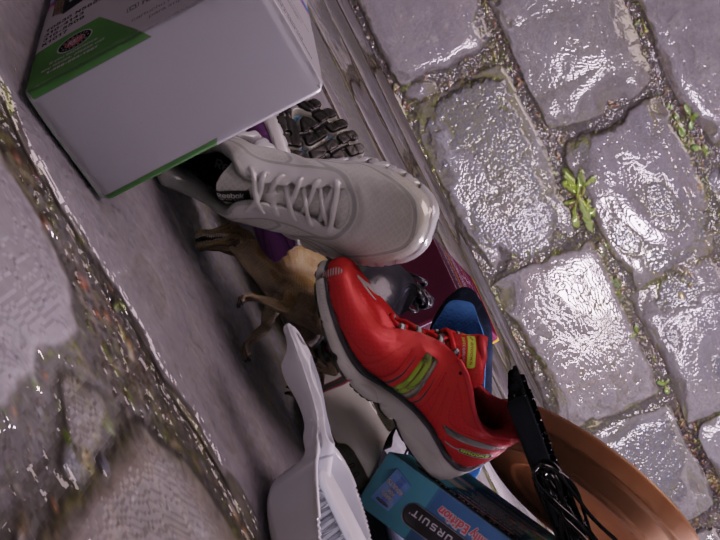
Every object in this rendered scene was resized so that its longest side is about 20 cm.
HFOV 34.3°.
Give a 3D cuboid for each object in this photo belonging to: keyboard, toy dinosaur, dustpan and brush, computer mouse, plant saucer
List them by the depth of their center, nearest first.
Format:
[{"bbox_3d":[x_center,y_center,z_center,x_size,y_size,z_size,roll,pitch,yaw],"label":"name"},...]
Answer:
[{"bbox_3d":[-0.024,0.133,0.704,0.201,0.057,0.140,65,10,6],"label":"dustpan and brush"},{"bbox_3d":[0.149,0.165,0.791,0.104,0.040,0.201,-67,136,-73],"label":"keyboard"},{"bbox_3d":[-0.029,0.033,0.815,0.200,0.058,0.101,34,48,-33],"label":"toy dinosaur"},{"bbox_3d":[0.171,0.178,0.903,0.200,0.032,0.200,38,-18,14],"label":"plant saucer"},{"bbox_3d":[0.000,0.000,0.979,0.138,0.053,0.200,24,11,3],"label":"computer mouse"}]

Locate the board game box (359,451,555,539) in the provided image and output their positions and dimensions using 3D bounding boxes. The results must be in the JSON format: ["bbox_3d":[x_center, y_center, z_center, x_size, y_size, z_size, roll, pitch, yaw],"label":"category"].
[{"bbox_3d":[0.094,0.202,0.888,0.151,0.047,0.200,34,1,20],"label":"board game box"}]

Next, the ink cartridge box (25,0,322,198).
[{"bbox_3d":[-0.111,-0.153,0.708,0.084,0.144,0.200,58,12,-34],"label":"ink cartridge box"}]

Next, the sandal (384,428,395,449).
[{"bbox_3d":[0.028,0.113,1.069,0.200,0.045,0.075,-19,85,-80],"label":"sandal"}]

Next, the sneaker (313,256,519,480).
[{"bbox_3d":[0.043,0.056,0.792,0.200,0.085,0.077,50,26,-28],"label":"sneaker"}]

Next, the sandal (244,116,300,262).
[{"bbox_3d":[-0.083,-0.062,0.892,0.050,0.082,0.203,-12,69,-36],"label":"sandal"}]

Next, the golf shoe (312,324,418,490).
[{"bbox_3d":[0.007,0.092,0.894,0.200,0.088,0.077,-87,152,-67],"label":"golf shoe"}]

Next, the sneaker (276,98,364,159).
[{"bbox_3d":[-0.065,-0.104,0.969,0.078,0.090,0.200,-19,68,-37],"label":"sneaker"}]

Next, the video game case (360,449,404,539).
[{"bbox_3d":[0.051,0.239,0.959,0.200,0.019,0.143,58,12,-38],"label":"video game case"}]

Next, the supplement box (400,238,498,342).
[{"bbox_3d":[0.069,0.045,1.264,0.086,0.110,0.200,67,10,19],"label":"supplement box"}]

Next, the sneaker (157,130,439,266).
[{"bbox_3d":[-0.046,-0.049,0.772,0.081,0.199,0.075,-9,113,-67],"label":"sneaker"}]

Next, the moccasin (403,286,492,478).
[{"bbox_3d":[0.089,0.108,1.013,0.068,0.080,0.201,-65,167,-61],"label":"moccasin"}]
